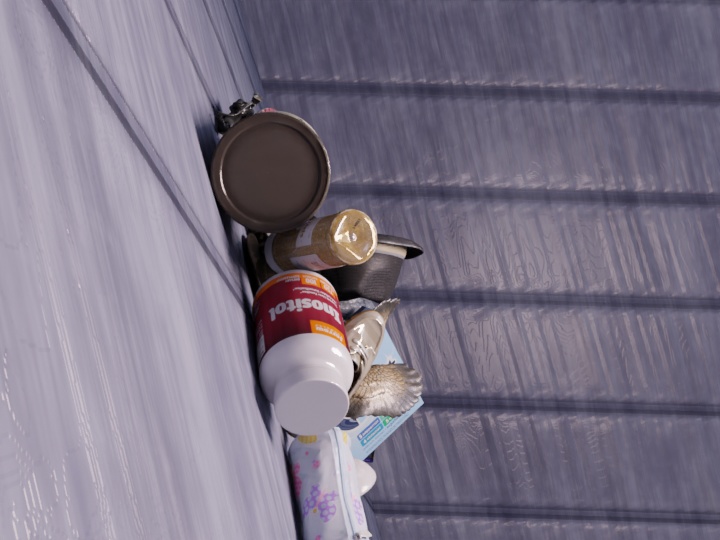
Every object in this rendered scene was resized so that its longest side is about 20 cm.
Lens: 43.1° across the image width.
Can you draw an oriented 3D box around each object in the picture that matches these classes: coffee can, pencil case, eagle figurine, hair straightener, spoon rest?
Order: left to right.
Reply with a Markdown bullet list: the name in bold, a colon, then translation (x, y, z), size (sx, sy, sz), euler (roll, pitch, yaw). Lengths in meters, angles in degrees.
- **hair straightener**: translation (-0.188, -0.248, 1.393), size (0.041, 0.077, 0.200), euler (42, 9, -5)
- **coffee can**: translation (-0.115, -0.136, 1.203), size (0.200, 0.146, 0.147), euler (-108, -177, -79)
- **pencil case**: translation (-0.035, 0.282, 1.082), size (0.200, 0.083, 0.091), euler (-107, -156, -49)
- **spoon rest**: translation (-0.039, 0.276, 1.264), size (0.200, 0.099, 0.061), euler (-138, -151, -69)
- **eagle figurine**: translation (-0.016, 0.136, 1.288), size (0.152, 0.199, 0.152), euler (76, -1, -62)

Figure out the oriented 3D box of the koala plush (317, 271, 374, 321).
- **koala plush**: translation (-0.030, 0.058, 1.532), size (0.178, 0.183, 0.200), euler (-110, 174, -54)

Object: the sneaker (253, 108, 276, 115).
- **sneaker**: translation (-0.163, -0.212, 1.483), size (0.200, 0.074, 0.081), euler (-3, 86, -89)

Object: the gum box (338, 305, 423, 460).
- **gum box**: translation (-0.005, 0.187, 1.450), size (0.044, 0.170, 0.201), euler (16, -41, 54)

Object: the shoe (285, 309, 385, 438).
- **shoe**: translation (-0.023, 0.140, 1.195), size (0.070, 0.200, 0.053), euler (42, -15, -27)

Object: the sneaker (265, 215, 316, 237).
- **sneaker**: translation (-0.131, -0.121, 1.371), size (0.200, 0.086, 0.080), euler (58, 4, -24)

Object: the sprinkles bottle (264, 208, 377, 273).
- **sprinkles bottle**: translation (-0.054, -0.033, 1.153), size (0.200, 0.068, 0.069), euler (-8, -82, 61)

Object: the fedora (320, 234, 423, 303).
- **fedora**: translation (0.000, 0.000, 1.330), size (0.201, 0.199, 0.092), euler (83, 11, -85)

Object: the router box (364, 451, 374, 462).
- **router box**: translation (0.008, 0.218, 1.636), size (0.158, 0.052, 0.201), euler (94, -1, -50)

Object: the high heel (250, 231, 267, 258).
- **high heel**: translation (-0.106, -0.086, 1.456), size (0.071, 0.142, 0.201), euler (77, -2, -72)

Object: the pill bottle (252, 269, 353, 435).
- **pill bottle**: translation (-0.069, 0.097, 1.096), size (0.200, 0.112, 0.113), euler (-107, -178, -54)

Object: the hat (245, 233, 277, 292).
- **hat**: translation (-0.106, 0.030, 1.333), size (0.201, 0.080, 0.202), euler (164, -90, -88)
